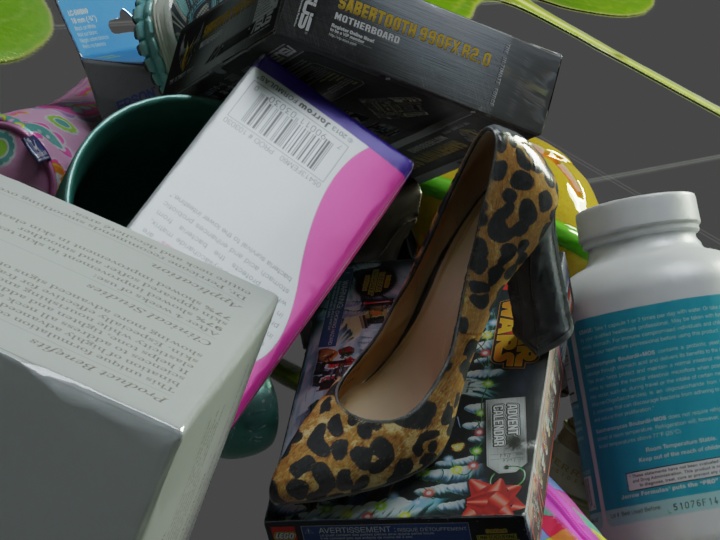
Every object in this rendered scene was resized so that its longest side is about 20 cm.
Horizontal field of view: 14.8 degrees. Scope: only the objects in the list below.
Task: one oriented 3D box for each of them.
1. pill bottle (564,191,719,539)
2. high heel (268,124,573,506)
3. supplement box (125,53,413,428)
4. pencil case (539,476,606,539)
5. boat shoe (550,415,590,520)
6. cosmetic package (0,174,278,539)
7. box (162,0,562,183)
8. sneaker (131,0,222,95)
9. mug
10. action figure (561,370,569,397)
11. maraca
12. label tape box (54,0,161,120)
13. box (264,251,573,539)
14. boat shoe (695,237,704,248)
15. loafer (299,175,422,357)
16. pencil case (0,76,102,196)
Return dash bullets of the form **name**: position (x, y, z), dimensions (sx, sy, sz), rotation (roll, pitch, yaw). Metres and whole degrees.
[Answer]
- **pill bottle**: position (0.170, 0.061, 1.545), dimensions (0.110, 0.202, 0.111), rotation (-9, -7, -1)
- **high heel**: position (0.020, 0.020, 1.372), dimensions (0.199, 0.143, 0.071), rotation (-35, 44, -23)
- **supplement box**: position (-0.074, 0.007, 1.410), dimensions (0.101, 0.103, 0.200), rotation (36, 56, 0)
- **pencil case**: position (0.083, 0.141, 1.452), dimensions (0.088, 0.089, 0.200), rotation (6, 24, -40)
- **boat shoe**: position (0.175, 0.111, 1.667), dimensions (0.073, 0.063, 0.200), rotation (36, 24, 35)
- **cosmetic package**: position (-0.156, 0.077, 1.228), dimensions (0.166, 0.167, 0.200), rotation (24, 18, 4)
- **box**: position (-0.004, -0.104, 1.508), dimensions (0.157, 0.049, 0.200), rotation (19, -13, -17)
- **sneaker**: position (-0.051, -0.091, 1.643), dimensions (0.200, 0.086, 0.078), rotation (53, 34, -27)
- **mug**: position (-0.106, 0.010, 1.525), dimensions (0.151, 0.115, 0.186), rotation (20, 59, -9)
- **action figure**: position (0.116, 0.053, 1.675), dimensions (0.199, 0.070, 0.130), rotation (-8, 14, -37)
- **maraca**: position (0.078, -0.029, 1.675), dimensions (0.136, 0.108, 0.200), rotation (26, -5, -13)
- **label tape box**: position (-0.096, -0.091, 1.722), dimensions (0.144, 0.063, 0.201), rotation (-20, 90, -63)
- **box**: position (0.034, 0.071, 1.454), dimensions (0.136, 0.040, 0.201), rotation (-3, 41, 13)
- **boat shoe**: position (0.221, 0.044, 1.812), dimensions (0.200, 0.071, 0.091), rotation (45, 19, -10)
- **loafer**: position (0.000, 0.000, 1.616), dimensions (0.071, 0.200, 0.074), rotation (-11, 72, -11)
- **pencil case**: position (-0.186, -0.070, 1.707), dimensions (0.087, 0.088, 0.200), rotation (28, 19, 14)
